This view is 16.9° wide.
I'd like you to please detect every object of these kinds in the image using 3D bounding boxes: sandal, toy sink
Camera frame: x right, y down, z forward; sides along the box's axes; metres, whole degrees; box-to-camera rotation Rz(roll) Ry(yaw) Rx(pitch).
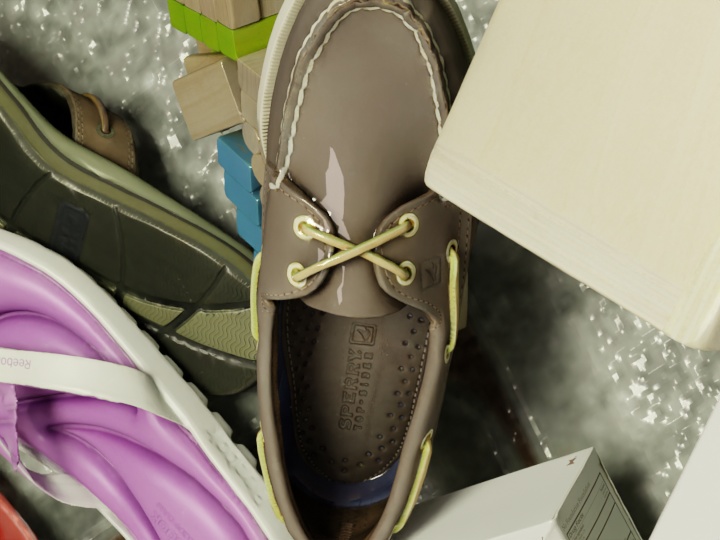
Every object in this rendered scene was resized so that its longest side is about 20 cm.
[{"bbox_3d":[-0.101,0.054,0.859,0.202,0.050,0.083,38,124,12],"label":"sandal"},{"bbox_3d":[0.124,-0.090,0.698,0.112,0.130,0.201,33,108,29],"label":"toy sink"},{"bbox_3d":[-0.105,-0.027,0.891,0.201,0.057,0.080,37,128,9],"label":"sandal"}]

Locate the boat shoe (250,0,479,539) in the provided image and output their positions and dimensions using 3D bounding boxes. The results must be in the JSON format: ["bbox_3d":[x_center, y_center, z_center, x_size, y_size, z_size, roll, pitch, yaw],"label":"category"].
[{"bbox_3d":[0.000,0.000,0.737,0.071,0.060,0.201,5,123,0],"label":"boat shoe"}]

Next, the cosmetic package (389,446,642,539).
[{"bbox_3d":[0.005,0.130,0.802,0.199,0.051,0.083,-22,104,31],"label":"cosmetic package"}]

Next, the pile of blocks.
[{"bbox_3d":[-0.014,-0.052,0.826,0.082,0.062,0.201,-5,105,63],"label":"pile of blocks"}]

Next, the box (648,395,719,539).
[{"bbox_3d":[0.163,0.058,0.680,0.101,0.112,0.201,33,108,31],"label":"box"}]

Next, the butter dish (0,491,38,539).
[{"bbox_3d":[-0.252,0.128,0.928,0.199,0.147,0.201,44,112,26],"label":"butter dish"}]
